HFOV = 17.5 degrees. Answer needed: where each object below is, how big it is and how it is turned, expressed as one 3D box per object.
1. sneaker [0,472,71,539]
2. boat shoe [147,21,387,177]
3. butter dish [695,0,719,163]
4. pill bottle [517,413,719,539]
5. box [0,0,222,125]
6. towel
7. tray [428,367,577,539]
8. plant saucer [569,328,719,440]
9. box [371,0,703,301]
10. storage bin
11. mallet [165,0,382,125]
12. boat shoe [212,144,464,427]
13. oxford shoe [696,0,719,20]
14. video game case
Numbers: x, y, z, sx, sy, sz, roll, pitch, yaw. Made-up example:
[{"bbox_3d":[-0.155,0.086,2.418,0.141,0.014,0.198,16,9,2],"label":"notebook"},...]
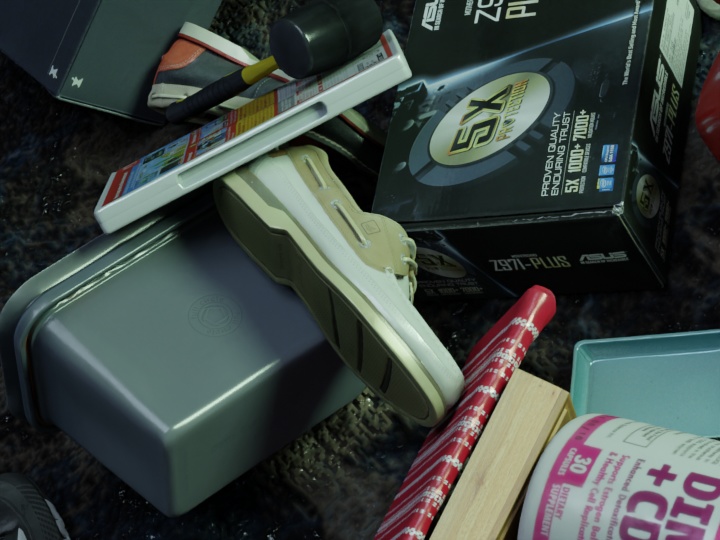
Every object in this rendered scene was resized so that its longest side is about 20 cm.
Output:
[{"bbox_3d":[-0.216,0.198,1.398,0.066,0.091,0.201,-18,53,15],"label":"sneaker"},{"bbox_3d":[-0.058,-0.100,1.525,0.199,0.071,0.063,28,86,34],"label":"boat shoe"},{"bbox_3d":[0.255,-0.123,1.281,0.200,0.148,0.199,-54,12,-13],"label":"butter dish"},{"bbox_3d":[0.191,0.147,1.199,0.199,0.113,0.114,12,65,33],"label":"pill bottle"},{"bbox_3d":[-0.179,-0.233,1.610,0.182,0.104,0.201,39,108,40],"label":"box"},{"bbox_3d":[0.047,0.108,1.301,0.022,0.145,0.201,29,72,-1],"label":"towel"},{"bbox_3d":[0.060,0.160,1.258,0.037,0.099,0.201,23,77,17],"label":"tray"},{"bbox_3d":[0.212,0.065,1.306,0.199,0.019,0.070,-7,57,25],"label":"plant saucer"},{"bbox_3d":[0.109,-0.091,1.419,0.163,0.086,0.201,-3,58,27],"label":"box"},{"bbox_3d":[-0.095,0.054,1.399,0.200,0.146,0.134,-32,55,-27],"label":"storage bin"},{"bbox_3d":[-0.070,-0.120,1.439,0.200,0.041,0.066,-22,5,46],"label":"mallet"},{"bbox_3d":[0.000,0.000,1.331,0.068,0.075,0.200,-32,64,-22],"label":"boat shoe"},{"bbox_3d":[0.294,-0.201,1.418,0.199,0.058,0.076,-27,55,29],"label":"oxford shoe"},{"bbox_3d":[-0.064,-0.085,1.401,0.199,0.018,0.143,-27,11,4],"label":"video game case"}]
